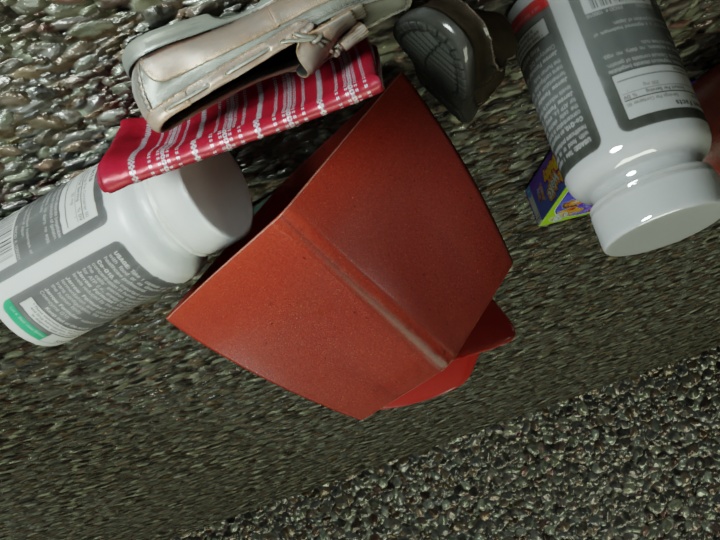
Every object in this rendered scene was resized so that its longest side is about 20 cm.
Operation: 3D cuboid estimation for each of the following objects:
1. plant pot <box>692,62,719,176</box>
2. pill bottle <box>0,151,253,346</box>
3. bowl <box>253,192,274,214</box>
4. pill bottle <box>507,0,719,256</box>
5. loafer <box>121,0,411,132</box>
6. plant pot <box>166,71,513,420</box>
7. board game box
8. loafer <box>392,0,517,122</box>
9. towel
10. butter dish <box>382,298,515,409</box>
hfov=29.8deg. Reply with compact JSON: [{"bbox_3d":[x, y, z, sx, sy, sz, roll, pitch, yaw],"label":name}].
[{"bbox_3d":[0.401,-0.145,1.204,0.200,0.201,0.195,-9,170,-30],"label":"plant pot"},{"bbox_3d":[-0.190,-0.027,1.054,0.200,0.113,0.113,-25,162,24],"label":"pill bottle"},{"bbox_3d":[-0.011,-0.016,1.298,0.200,0.105,0.201,-18,163,-6],"label":"bowl"},{"bbox_3d":[0.192,-0.119,1.010,0.114,0.200,0.114,-17,164,-5],"label":"pill bottle"},{"bbox_3d":[-0.056,-0.146,0.901,0.200,0.063,0.072,-18,164,-1],"label":"loafer"},{"bbox_3d":[0.000,0.000,1.084,0.200,0.176,0.200,-38,-169,48],"label":"plant pot"},{"bbox_3d":[0.258,-0.115,1.370,0.134,0.045,0.200,-15,163,-12],"label":"board game box"},{"bbox_3d":[0.074,-0.166,0.982,0.071,0.073,0.200,-47,174,1],"label":"loafer"},{"bbox_3d":[-0.081,-0.111,0.930,0.200,0.023,0.145,-19,-160,6],"label":"towel"},{"bbox_3d":[0.035,0.077,1.430,0.200,0.200,0.148,-13,129,-19],"label":"butter dish"}]
